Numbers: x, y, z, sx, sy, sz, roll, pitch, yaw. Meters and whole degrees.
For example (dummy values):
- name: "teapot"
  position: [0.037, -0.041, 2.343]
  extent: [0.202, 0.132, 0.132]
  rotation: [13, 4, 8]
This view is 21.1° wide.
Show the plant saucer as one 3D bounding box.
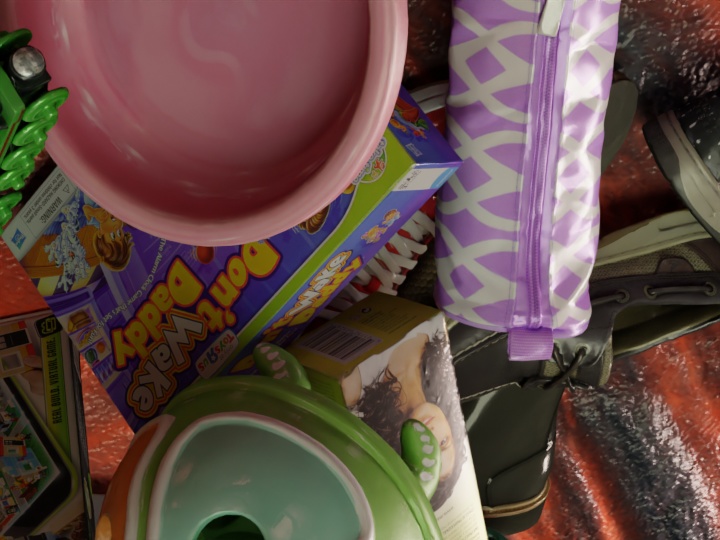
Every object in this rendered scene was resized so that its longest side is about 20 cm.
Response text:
- name: "plant saucer"
  position: [-0.064, -0.113, 0.818]
  extent: [0.201, 0.200, 0.051]
  rotation: [-52, 167, 30]

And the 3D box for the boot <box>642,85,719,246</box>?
- name: "boot"
  position: [0.257, -0.055, 0.999]
  extent: [0.154, 0.074, 0.203]
  rotation: [-39, 130, 17]

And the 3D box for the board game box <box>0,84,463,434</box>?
- name: "board game box"
  position: [-0.065, -0.033, 0.895]
  extent: [0.200, 0.135, 0.045]
  rotation: [-46, 160, 26]

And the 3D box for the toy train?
- name: "toy train"
  position: [-0.173, -0.049, 0.850]
  extent: [0.056, 0.042, 0.200]
  rotation: [-31, 175, -24]

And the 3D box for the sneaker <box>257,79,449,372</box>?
- name: "sneaker"
  position: [0.000, 0.000, 0.955]
  extent: [0.200, 0.113, 0.071]
  rotation: [-40, 129, 21]

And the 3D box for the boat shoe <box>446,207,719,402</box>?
- name: "boat shoe"
  position: [0.112, 0.030, 1.008]
  extent: [0.199, 0.065, 0.072]
  rotation: [-22, 152, -18]

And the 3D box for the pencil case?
- name: "pencil case"
  position: [0.079, -0.068, 0.891]
  extent: [0.083, 0.086, 0.202]
  rotation: [-4, 109, -17]

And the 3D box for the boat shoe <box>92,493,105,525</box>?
- name: "boat shoe"
  position: [-0.106, 0.178, 1.117]
  extent: [0.198, 0.074, 0.068]
  rotation: [6, 139, -28]

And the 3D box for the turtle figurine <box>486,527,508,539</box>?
- name: "turtle figurine"
  position: [0.007, 0.228, 1.091]
  extent: [0.149, 0.101, 0.201]
  rotation: [-14, 142, -55]

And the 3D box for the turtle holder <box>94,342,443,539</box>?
- name: "turtle holder"
  position: [-0.034, 0.139, 0.842]
  extent: [0.141, 0.132, 0.186]
  rotation: [-34, 98, 39]

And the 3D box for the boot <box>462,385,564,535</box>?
- name: "boot"
  position: [0.023, 0.084, 1.073]
  extent: [0.199, 0.078, 0.139]
  rotation: [-7, 130, -26]

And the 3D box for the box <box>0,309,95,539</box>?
- name: "box"
  position: [-0.187, 0.108, 0.945]
  extent: [0.109, 0.201, 0.035]
  rotation: [-11, 134, -4]

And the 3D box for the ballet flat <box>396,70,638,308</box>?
- name: "ballet flat"
  position: [0.069, -0.030, 0.995]
  extent: [0.067, 0.046, 0.200]
  rotation: [4, 131, -47]

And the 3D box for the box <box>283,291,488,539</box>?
- name: "box"
  position: [0.018, 0.117, 0.938]
  extent: [0.075, 0.050, 0.201]
  rotation: [-32, 123, -34]
